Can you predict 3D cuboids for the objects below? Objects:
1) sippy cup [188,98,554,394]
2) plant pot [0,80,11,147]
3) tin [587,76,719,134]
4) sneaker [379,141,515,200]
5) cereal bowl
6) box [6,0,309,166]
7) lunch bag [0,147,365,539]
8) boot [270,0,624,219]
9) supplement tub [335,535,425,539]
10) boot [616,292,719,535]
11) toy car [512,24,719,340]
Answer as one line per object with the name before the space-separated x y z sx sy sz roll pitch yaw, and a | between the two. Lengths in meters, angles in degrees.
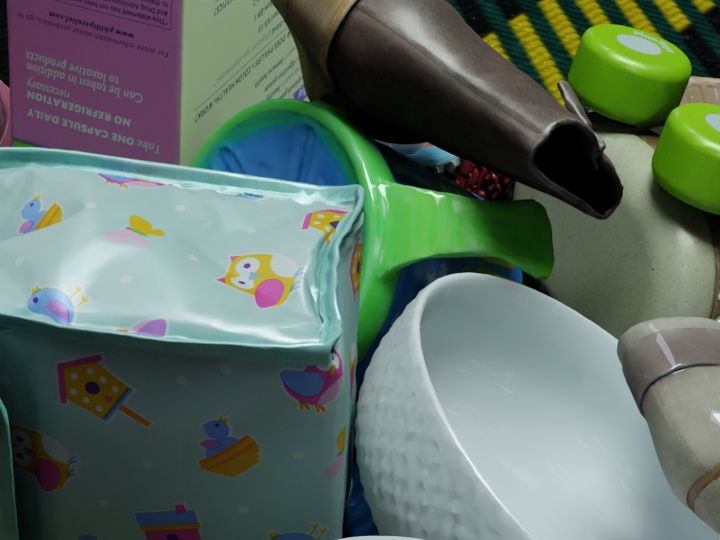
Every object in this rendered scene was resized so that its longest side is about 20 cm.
sippy cup | 0.000 0.000 0.791 0.130 0.140 0.178 11 18 -46
plant pot | -0.271 -0.109 0.881 0.200 0.179 0.200 4 33 -3
tin | 0.208 -0.045 0.915 0.200 0.112 0.042 4 34 -2
sneaker | -0.002 -0.058 0.935 0.200 0.079 0.096 -14 44 -42
cereal bowl | 0.075 0.100 0.671 0.200 0.083 0.200 33 25 -18
box | -0.094 -0.108 0.885 0.097 0.200 0.176 16 35 17
lunch bag | -0.102 0.050 0.645 0.200 0.171 0.122 5 40 2
boot | 0.047 -0.066 0.778 0.166 0.072 0.200 39 2 25
supplement tub | -0.001 0.189 0.506 0.140 0.140 0.200 10 33 7
boot | 0.192 0.071 0.704 0.200 0.070 0.146 2 48 -52
toy car | 0.187 -0.011 0.836 0.200 0.164 0.158 2 32 -26
